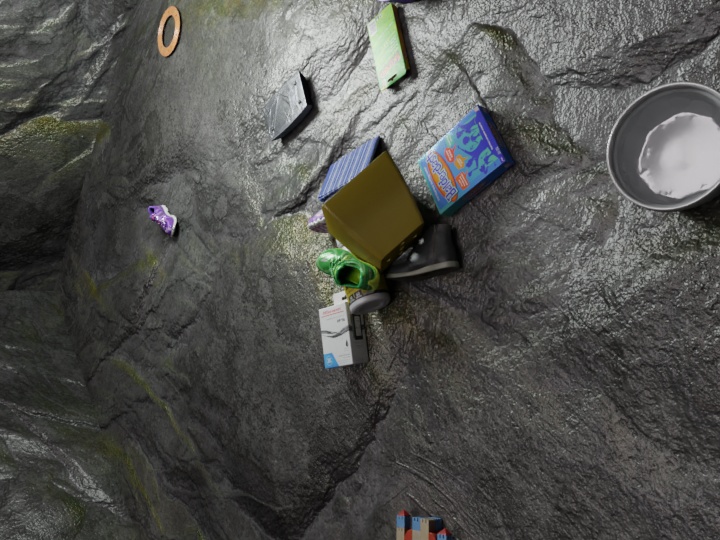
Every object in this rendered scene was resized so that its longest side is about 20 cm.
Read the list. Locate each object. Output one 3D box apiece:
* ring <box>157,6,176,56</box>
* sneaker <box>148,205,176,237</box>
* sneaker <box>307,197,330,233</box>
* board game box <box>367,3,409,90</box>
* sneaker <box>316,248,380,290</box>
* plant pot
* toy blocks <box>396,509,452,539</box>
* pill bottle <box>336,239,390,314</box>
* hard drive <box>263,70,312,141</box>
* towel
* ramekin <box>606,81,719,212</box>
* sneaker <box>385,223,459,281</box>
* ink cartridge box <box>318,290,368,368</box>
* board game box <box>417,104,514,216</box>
[{"bbox_3d":[-0.810,-1.013,2.392,0.197,0.019,0.207,-2,87,45],"label":"ring"},{"bbox_3d":[-0.818,-0.203,2.313,0.199,0.082,0.082,38,114,38],"label":"sneaker"},{"bbox_3d":[-0.070,-0.173,1.562,0.197,0.079,0.091,-27,63,36],"label":"sneaker"},{"bbox_3d":[0.072,-0.577,1.467,0.094,0.029,0.206,-23,69,43],"label":"board game box"},{"bbox_3d":[-0.041,-0.006,1.359,0.197,0.082,0.076,20,103,40],"label":"sneaker"},{"bbox_3d":[0.043,-0.118,1.330,0.199,0.200,0.177,-40,79,-7],"label":"plant pot"},{"bbox_3d":[0.152,0.630,1.289,0.197,0.098,0.141,-14,67,44],"label":"toy blocks"},{"bbox_3d":[0.000,0.000,1.451,0.110,0.109,0.205,-34,65,38],"label":"pill bottle"},{"bbox_3d":[-0.226,-0.506,1.755,0.198,0.042,0.139,-31,67,40],"label":"hard drive"},{"bbox_3d":[-0.031,-0.270,1.518,0.197,0.024,0.148,-22,40,42],"label":"towel"},{"bbox_3d":[0.525,-0.196,0.932,0.197,0.103,0.207,-3,86,46],"label":"ramekin"},{"bbox_3d":[0.144,-0.039,1.343,0.196,0.074,0.110,-14,74,35],"label":"sneaker"},{"bbox_3d":[-0.049,0.155,1.523,0.114,0.067,0.206,-18,75,43],"label":"ink cartridge box"},{"bbox_3d":[0.232,-0.244,1.274,0.199,0.044,0.155,-40,61,37],"label":"board game box"}]
